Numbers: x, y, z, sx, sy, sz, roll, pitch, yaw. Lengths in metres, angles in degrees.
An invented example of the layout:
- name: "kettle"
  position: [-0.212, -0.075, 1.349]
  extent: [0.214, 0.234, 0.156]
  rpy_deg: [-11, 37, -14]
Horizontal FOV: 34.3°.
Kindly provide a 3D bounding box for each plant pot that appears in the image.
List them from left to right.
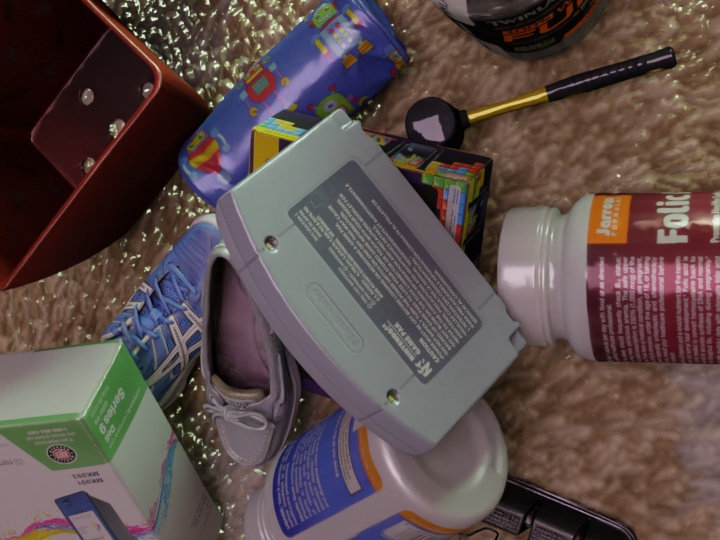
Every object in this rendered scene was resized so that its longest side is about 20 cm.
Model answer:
- name: "plant pot"
  position: [-0.232, -0.120, 0.902]
  extent: [0.200, 0.176, 0.200]
  rpy_deg: [44, 102, 15]

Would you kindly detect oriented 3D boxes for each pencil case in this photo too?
- name: "pencil case"
  position: [-0.051, -0.124, 0.890]
  extent: [0.200, 0.087, 0.078]
  rpy_deg: [-44, 47, 13]

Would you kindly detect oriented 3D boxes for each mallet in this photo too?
- name: "mallet"
  position: [0.125, -0.125, 0.835]
  extent: [0.199, 0.066, 0.041]
  rpy_deg: [-17, 85, 18]

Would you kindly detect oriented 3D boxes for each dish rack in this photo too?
- name: "dish rack"
  position: [0.098, 0.257, 0.848]
  extent: [0.153, 0.054, 0.201]
  rpy_deg: [20, 98, 20]

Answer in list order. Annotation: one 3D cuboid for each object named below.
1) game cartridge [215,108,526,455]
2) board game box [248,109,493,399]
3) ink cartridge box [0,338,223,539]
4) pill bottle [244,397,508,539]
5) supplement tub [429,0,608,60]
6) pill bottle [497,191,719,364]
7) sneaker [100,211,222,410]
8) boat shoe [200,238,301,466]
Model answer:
- name: "game cartridge"
  position: [0.005, 0.009, 0.732]
  extent: [0.200, 0.133, 0.041]
  rpy_deg: [52, 142, -3]
- name: "board game box"
  position: [0.000, 0.000, 0.844]
  extent: [0.164, 0.057, 0.201]
  rpy_deg: [17, 120, 20]
- name: "ink cartridge box"
  position: [-0.212, 0.160, 0.886]
  extent: [0.144, 0.088, 0.201]
  rpy_deg: [-8, 127, 20]
- name: "pill bottle"
  position: [0.001, 0.154, 0.823]
  extent: [0.200, 0.112, 0.113]
  rpy_deg: [-38, 76, 44]
- name: "supplement tub"
  position: [0.098, -0.216, 0.775]
  extent: [0.122, 0.200, 0.124]
  rpy_deg: [0, 90, 20]
- name: "pill bottle"
  position: [0.198, 0.005, 0.782]
  extent: [0.199, 0.114, 0.115]
  rpy_deg: [0, 89, 19]
- name: "sneaker"
  position: [-0.149, 0.044, 0.904]
  extent: [0.076, 0.077, 0.201]
  rpy_deg: [38, 114, 17]
- name: "boat shoe"
  position: [-0.086, 0.061, 0.842]
  extent: [0.074, 0.065, 0.203]
  rpy_deg: [17, 121, 19]
